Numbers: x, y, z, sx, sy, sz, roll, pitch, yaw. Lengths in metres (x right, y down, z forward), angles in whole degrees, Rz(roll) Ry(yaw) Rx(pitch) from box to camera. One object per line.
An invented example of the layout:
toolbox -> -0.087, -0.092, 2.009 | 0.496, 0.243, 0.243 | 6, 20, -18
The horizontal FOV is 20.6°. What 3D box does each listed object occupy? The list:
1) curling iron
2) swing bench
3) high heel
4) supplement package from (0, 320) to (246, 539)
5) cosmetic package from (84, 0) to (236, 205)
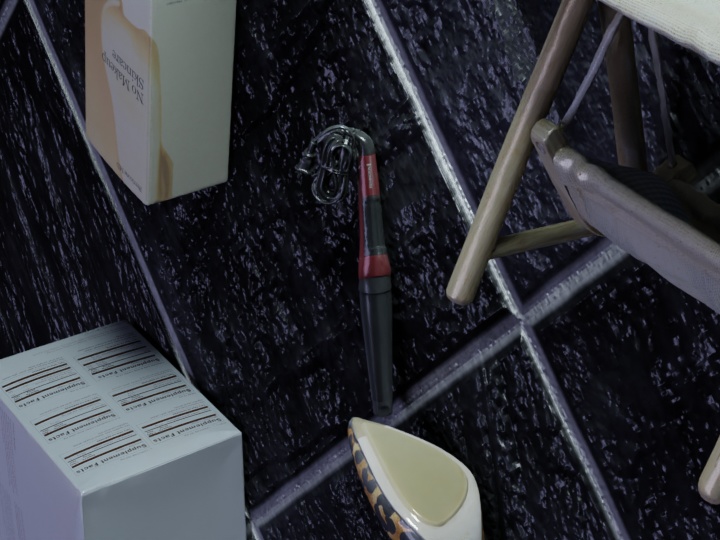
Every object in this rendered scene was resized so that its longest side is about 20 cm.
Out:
curling iron -> 0.000, 0.000, 1.275 | 0.049, 0.026, 0.201 | -3, 112, 23
swing bench -> 0.153, -0.041, 0.878 | 0.199, 0.129, 0.201 | 41, 134, 45
high heel -> 0.042, 0.198, 1.270 | 0.200, 0.071, 0.143 | 45, 137, 26
supplement package -> -0.203, 0.183, 1.627 | 0.200, 0.146, 0.192 | 39, 138, 46
cosmetic package -> -0.143, -0.159, 1.394 | 0.105, 0.071, 0.201 | 45, 142, 40
